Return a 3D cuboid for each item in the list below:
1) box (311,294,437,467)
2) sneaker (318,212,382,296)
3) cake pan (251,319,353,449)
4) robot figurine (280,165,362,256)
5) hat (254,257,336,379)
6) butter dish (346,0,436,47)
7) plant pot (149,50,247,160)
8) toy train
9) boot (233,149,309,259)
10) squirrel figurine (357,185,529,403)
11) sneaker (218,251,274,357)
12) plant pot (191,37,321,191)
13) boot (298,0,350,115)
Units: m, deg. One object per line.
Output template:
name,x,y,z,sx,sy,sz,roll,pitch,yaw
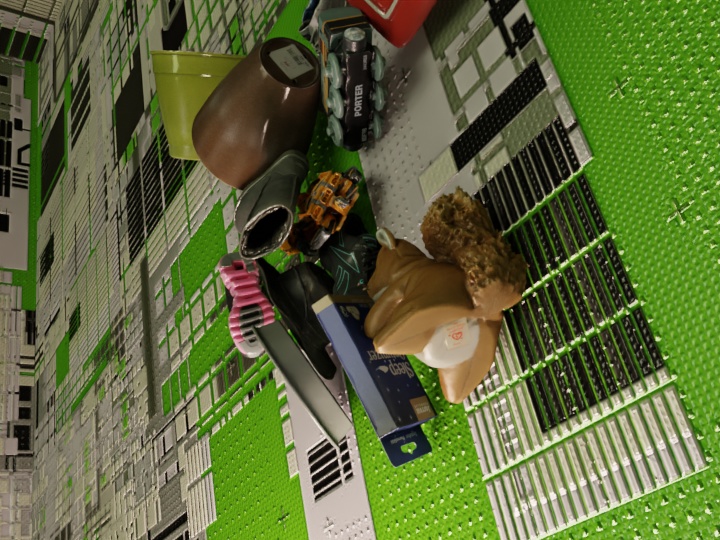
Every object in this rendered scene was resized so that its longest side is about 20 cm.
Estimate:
box,0.026,0.120,0.907,0.032,0.121,0.200,-33,74,21
sneaker,0.000,0.000,1.052,0.079,0.075,0.200,-59,39,25
cake pan,-0.074,0.145,1.051,0.037,0.200,0.200,-36,39,-6
robot figurine,-0.065,-0.083,1.132,0.145,0.058,0.200,-62,15,-17
hat,-0.063,0.046,1.093,0.081,0.201,0.201,-32,45,1
butter dish,0.057,-0.433,1.023,0.199,0.148,0.200,45,143,5
plant pot,-0.292,-0.306,1.487,0.200,0.200,0.193,23,113,56
toy train,-0.016,-0.260,1.086,0.200,0.085,0.114,91,162,-54
boot,-0.137,-0.071,1.123,0.182,0.073,0.200,-52,22,30
squirrel figurine,0.088,0.009,0.895,0.200,0.141,0.187,-52,31,16
sneaker,-0.195,0.068,1.348,0.095,0.079,0.200,106,154,-52
plant pot,-0.138,-0.249,1.193,0.200,0.187,0.187,132,136,-52
boot,-0.056,-0.342,1.201,0.074,0.095,0.200,31,108,55
